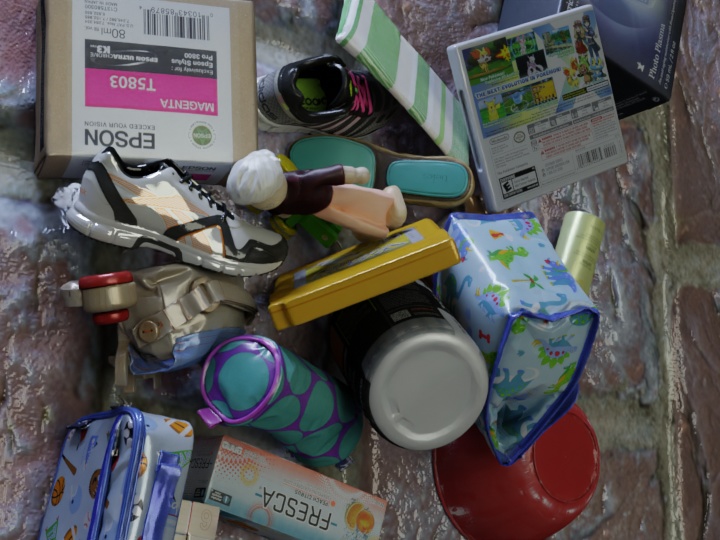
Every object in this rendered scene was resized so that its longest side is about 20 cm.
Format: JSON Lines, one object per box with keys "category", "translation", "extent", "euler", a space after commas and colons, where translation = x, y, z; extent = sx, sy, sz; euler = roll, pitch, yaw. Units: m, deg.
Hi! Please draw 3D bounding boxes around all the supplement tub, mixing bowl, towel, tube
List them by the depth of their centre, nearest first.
{"category": "supplement tub", "translation": [0.039, 0.077, 1.228], "extent": [0.121, 0.200, 0.124], "euler": [-5, 111, -13]}
{"category": "towel", "translation": [0.048, -0.206, 1.370], "extent": [0.200, 0.023, 0.153], "euler": [47, 24, -20]}
{"category": "mixing bowl", "translation": [0.187, 0.205, 1.380], "extent": [0.198, 0.108, 0.203], "euler": [7, 77, -34]}
{"category": "tube", "translation": [0.241, 0.031, 1.492], "extent": [0.057, 0.052, 0.202], "euler": [15, 72, 11]}

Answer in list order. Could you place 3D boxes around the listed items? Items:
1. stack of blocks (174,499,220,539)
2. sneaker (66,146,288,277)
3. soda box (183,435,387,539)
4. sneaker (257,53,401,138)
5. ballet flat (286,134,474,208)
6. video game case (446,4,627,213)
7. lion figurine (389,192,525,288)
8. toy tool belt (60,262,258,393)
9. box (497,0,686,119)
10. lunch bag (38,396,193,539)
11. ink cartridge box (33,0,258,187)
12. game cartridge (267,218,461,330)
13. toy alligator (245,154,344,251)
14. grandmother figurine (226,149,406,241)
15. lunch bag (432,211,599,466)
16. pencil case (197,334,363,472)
{"category": "stack of blocks", "translation": [-0.174, 0.299, 1.096], "extent": [0.058, 0.115, 0.203], "euler": [19, 70, -31]}
{"category": "sneaker", "translation": [-0.152, -0.050, 1.117], "extent": [0.198, 0.074, 0.081], "euler": [15, 100, -21]}
{"category": "soda box", "translation": [-0.073, 0.222, 1.216], "extent": [0.198, 0.063, 0.069], "euler": [27, 67, -28]}
{"category": "sneaker", "translation": [-0.023, -0.179, 1.315], "extent": [0.198, 0.087, 0.075], "euler": [-4, 82, -38]}
{"category": "ballet flat", "translation": [0.020, -0.095, 1.329], "extent": [0.197, 0.063, 0.070], "euler": [12, 82, 4]}
{"category": "video game case", "translation": [0.198, -0.179, 1.401], "extent": [0.198, 0.022, 0.185], "euler": [-21, 101, -28]}
{"category": "lion figurine", "translation": [0.099, -0.033, 1.398], "extent": [0.199, 0.072, 0.124], "euler": [-35, 109, -21]}
{"category": "toy tool belt", "translation": [-0.170, 0.057, 1.130], "extent": [0.199, 0.123, 0.125], "euler": [-11, 94, -64]}
{"category": "box", "translation": [0.285, -0.318, 1.547], "extent": [0.197, 0.123, 0.203], "euler": [25, 67, -28]}
{"category": "lunch bag", "translation": [-0.207, 0.209, 1.062], "extent": [0.075, 0.159, 0.203], "euler": [18, 71, -31]}
{"category": "ink cartridge box", "translation": [-0.197, -0.169, 1.174], "extent": [0.197, 0.075, 0.167], "euler": [1, 79, -22]}
{"category": "game cartridge", "translation": [0.000, 0.000, 1.190], "extent": [0.174, 0.200, 0.033], "euler": [-21, 95, 0]}
{"category": "toy alligator", "translation": [-0.058, -0.063, 1.294], "extent": [0.199, 0.059, 0.054], "euler": [40, 20, -23]}
{"category": "grandmother figurine", "translation": [-0.042, -0.069, 1.184], "extent": [0.199, 0.121, 0.061], "euler": [9, 57, -46]}
{"category": "lunch bag", "translation": [0.143, 0.069, 1.288], "extent": [0.126, 0.202, 0.171], "euler": [0, 37, -21]}
{"category": "pencil case", "translation": [-0.069, 0.125, 1.172], "extent": [0.092, 0.085, 0.200], "euler": [-46, 149, 2]}
